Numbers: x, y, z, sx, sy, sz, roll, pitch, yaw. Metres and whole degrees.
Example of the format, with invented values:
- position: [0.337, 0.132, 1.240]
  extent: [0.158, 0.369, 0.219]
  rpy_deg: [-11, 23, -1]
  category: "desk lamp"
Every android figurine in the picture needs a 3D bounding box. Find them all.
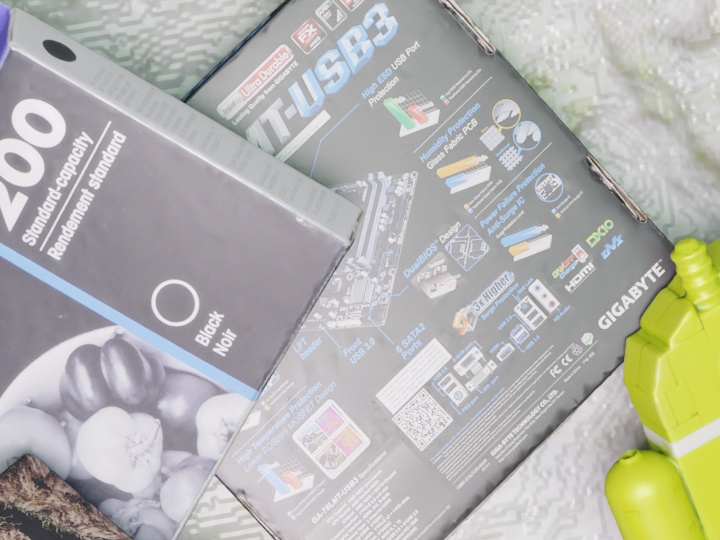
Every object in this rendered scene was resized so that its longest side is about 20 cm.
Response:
- position: [0.181, 0.063, 1.066]
  extent: [0.181, 0.041, 0.201]
  rpy_deg: [-26, 111, -11]
  category: "android figurine"

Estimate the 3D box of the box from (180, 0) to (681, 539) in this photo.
- position: [0.000, 0.000, 1.060]
  extent: [0.200, 0.050, 0.199]
  rpy_deg: [-44, 96, -4]
  category: "box"

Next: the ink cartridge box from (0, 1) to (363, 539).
- position: [-0.131, 0.014, 1.003]
  extent: [0.199, 0.043, 0.199]
  rpy_deg: [30, 108, -1]
  category: "ink cartridge box"

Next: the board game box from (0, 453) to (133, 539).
- position: [-0.126, 0.184, 0.915]
  extent: [0.159, 0.200, 0.097]
  rpy_deg: [39, 124, 6]
  category: "board game box"
